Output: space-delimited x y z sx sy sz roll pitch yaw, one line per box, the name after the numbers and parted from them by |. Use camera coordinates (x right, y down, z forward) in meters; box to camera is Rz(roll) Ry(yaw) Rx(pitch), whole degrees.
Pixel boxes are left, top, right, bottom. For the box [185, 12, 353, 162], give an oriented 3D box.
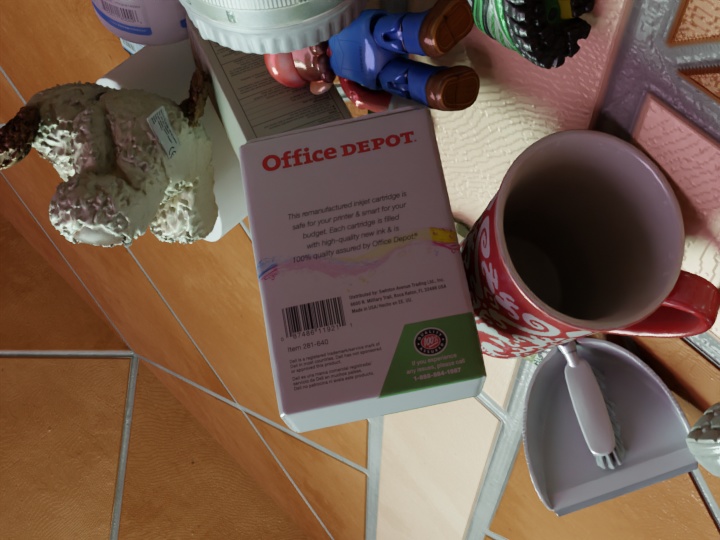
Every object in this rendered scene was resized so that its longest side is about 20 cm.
-0.074 -0.145 0.929 0.078 0.094 0.201 87 161 -55 | box

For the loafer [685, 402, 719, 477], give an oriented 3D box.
0.308 0.131 0.756 0.070 0.070 0.200 46 168 -7 | loafer

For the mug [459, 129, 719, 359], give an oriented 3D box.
0.147 0.013 0.794 0.178 0.133 0.200 50 163 4 | mug

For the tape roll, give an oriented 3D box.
-0.161 -0.151 1.126 0.202 0.139 0.204 40 158 21 | tape roll

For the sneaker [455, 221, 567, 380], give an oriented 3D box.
0.114 0.050 0.978 0.200 0.088 0.077 43 159 15 | sneaker

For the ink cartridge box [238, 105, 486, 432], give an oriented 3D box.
0.000 0.000 0.783 0.084 0.143 0.203 77 -178 -74 | ink cartridge box

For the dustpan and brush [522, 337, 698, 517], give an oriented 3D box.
0.183 0.087 0.905 0.057 0.138 0.203 28 -138 -61 | dustpan and brush

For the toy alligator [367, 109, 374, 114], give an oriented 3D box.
0.024 -0.096 0.968 0.201 0.058 0.055 85 179 -57 | toy alligator

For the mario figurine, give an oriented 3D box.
0.010 -0.184 0.836 0.198 0.125 0.105 20 -176 39 | mario figurine

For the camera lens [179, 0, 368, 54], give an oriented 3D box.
-0.067 -0.265 0.703 0.159 0.160 0.201 38 157 27 | camera lens

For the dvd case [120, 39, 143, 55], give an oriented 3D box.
-0.250 -0.300 1.224 0.142 0.018 0.201 37 155 29 | dvd case

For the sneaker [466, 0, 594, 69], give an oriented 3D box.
0.070 -0.210 0.634 0.085 0.078 0.201 29 152 44 | sneaker

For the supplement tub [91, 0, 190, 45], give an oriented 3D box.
-0.186 -0.305 0.923 0.132 0.132 0.201 40 157 22 | supplement tub

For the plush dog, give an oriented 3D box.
-0.222 -0.115 0.953 0.170 0.163 0.200 19 -169 20 | plush dog
